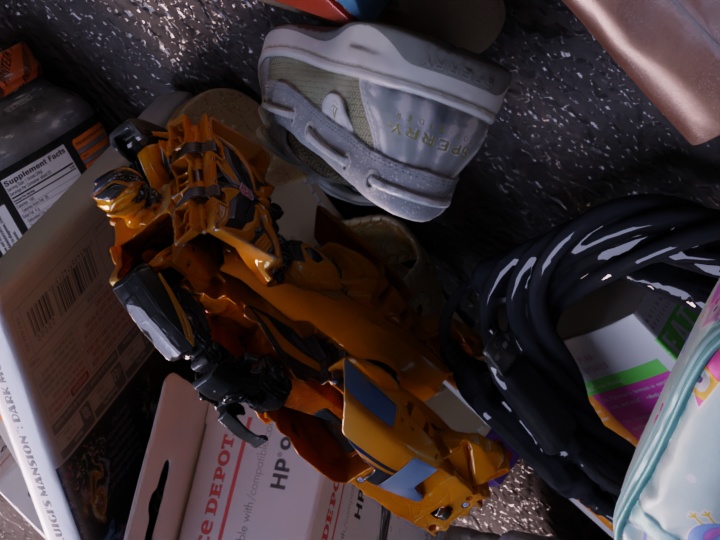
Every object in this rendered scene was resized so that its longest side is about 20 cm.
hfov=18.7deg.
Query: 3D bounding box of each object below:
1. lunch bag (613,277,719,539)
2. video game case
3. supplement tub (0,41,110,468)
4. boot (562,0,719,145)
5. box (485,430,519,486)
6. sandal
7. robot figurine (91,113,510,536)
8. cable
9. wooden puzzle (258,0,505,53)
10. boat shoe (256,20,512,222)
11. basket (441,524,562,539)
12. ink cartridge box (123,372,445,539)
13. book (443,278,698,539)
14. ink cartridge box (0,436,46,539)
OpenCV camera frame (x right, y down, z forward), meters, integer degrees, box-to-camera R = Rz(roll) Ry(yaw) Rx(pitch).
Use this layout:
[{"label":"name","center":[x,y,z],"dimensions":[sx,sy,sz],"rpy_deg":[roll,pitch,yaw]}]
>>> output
[{"label":"lunch bag","center":[0.198,0.085,0.773],"dimensions":[0.199,0.077,0.161],"rpy_deg":[26,131,6]},{"label":"video game case","center":[-0.097,0.043,0.976],"dimensions":[0.023,0.200,0.183],"rpy_deg":[-5,117,24]},{"label":"supplement tub","center":[-0.158,-0.003,1.082],"dimensions":[0.201,0.122,0.122],"rpy_deg":[61,151,-8]},{"label":"boot","center":[0.052,-0.097,0.702],"dimensions":[0.200,0.064,0.186],"rpy_deg":[39,138,-12]},{"label":"box","center":[-0.014,0.058,1.129],"dimensions":[0.137,0.039,0.200],"rpy_deg":[45,155,-15]},{"label":"sandal","center":[-0.004,0.004,0.975],"dimensions":[0.212,0.078,0.070],"rpy_deg":[49,160,-12]},{"label":"robot figurine","center":[-0.025,0.015,0.869],"dimensions":[0.058,0.145,0.200],"rpy_deg":[-36,126,20]},{"label":"cable","center":[0.137,0.050,0.858],"dimensions":[0.200,0.051,0.163],"rpy_deg":[45,129,-14]},{"label":"wooden puzzle","center":[-0.057,-0.159,0.808],"dimensions":[0.199,0.037,0.185],"rpy_deg":[17,148,38]},{"label":"boat shoe","center":[-0.001,-0.053,0.832],"dimensions":[0.074,0.065,0.202],"rpy_deg":[19,178,-18]},{"label":"basket","center":[0.072,0.230,1.094],"dimensions":[0.135,0.201,0.123],"rpy_deg":[18,174,-35]},{"label":"ink cartridge box","center":[-0.030,0.127,0.988],"dimensions":[0.068,0.117,0.200],"rpy_deg":[6,165,25]},{"label":"book","center":[0.148,0.088,0.957],"dimensions":[0.200,0.048,0.133],"rpy_deg":[45,151,-17]},{"label":"ink cartridge box","center":[-0.151,0.091,1.222],"dimensions":[0.067,0.116,0.200],"rpy_deg":[47,170,-17]}]
